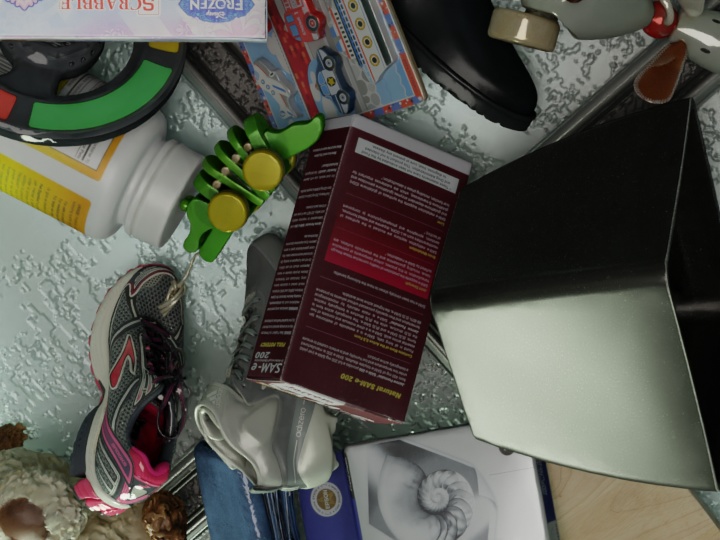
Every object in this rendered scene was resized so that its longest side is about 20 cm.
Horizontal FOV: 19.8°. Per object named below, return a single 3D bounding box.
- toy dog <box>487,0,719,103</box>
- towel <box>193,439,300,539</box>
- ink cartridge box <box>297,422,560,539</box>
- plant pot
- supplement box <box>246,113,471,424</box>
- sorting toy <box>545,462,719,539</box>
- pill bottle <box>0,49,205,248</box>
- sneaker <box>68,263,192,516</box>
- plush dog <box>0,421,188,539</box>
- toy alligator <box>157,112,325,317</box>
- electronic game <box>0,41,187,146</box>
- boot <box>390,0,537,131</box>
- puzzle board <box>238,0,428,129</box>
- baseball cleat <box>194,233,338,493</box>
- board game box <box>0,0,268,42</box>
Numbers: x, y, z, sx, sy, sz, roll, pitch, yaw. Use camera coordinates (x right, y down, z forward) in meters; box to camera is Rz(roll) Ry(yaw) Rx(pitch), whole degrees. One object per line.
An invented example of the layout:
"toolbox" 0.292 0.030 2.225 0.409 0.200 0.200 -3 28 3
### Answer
"toy dog" 0.191 -0.183 1.427 0.199 0.096 0.133 -7 105 -15
"towel" -0.076 0.228 1.596 0.048 0.112 0.201 -16 102 -25
"ink cartridge box" 0.051 0.218 1.520 0.199 0.041 0.201 -13 85 18
"plant pot" 0.157 0.021 1.443 0.177 0.200 0.200 -4 128 20
"supplement box" 0.000 0.000 1.490 0.108 0.061 0.201 21 78 -27
"sorting toy" 0.169 0.212 1.566 0.200 0.070 0.199 -37 95 14
"pill bottle" -0.220 -0.095 1.538 0.199 0.109 0.110 28 105 3
"sneaker" -0.157 0.085 1.542 0.080 0.201 0.075 26 144 -33
"plush dog" -0.225 0.212 1.611 0.171 0.161 0.200 28 125 -16
"toy alligator" -0.104 -0.052 1.508 0.054 0.059 0.200 41 110 -3
"electronic game" -0.225 -0.174 1.495 0.199 0.200 0.042 27 145 2
"boot" 0.089 -0.221 1.477 0.200 0.076 0.168 41 109 5
"puzzle board" -0.045 -0.198 1.497 0.150 0.017 0.201 -14 102 44
"baseball cleat" -0.077 0.066 1.527 0.106 0.070 0.201 -5 66 -23
"board game box" -0.163 -0.260 1.440 0.199 0.041 0.201 1 94 -4
